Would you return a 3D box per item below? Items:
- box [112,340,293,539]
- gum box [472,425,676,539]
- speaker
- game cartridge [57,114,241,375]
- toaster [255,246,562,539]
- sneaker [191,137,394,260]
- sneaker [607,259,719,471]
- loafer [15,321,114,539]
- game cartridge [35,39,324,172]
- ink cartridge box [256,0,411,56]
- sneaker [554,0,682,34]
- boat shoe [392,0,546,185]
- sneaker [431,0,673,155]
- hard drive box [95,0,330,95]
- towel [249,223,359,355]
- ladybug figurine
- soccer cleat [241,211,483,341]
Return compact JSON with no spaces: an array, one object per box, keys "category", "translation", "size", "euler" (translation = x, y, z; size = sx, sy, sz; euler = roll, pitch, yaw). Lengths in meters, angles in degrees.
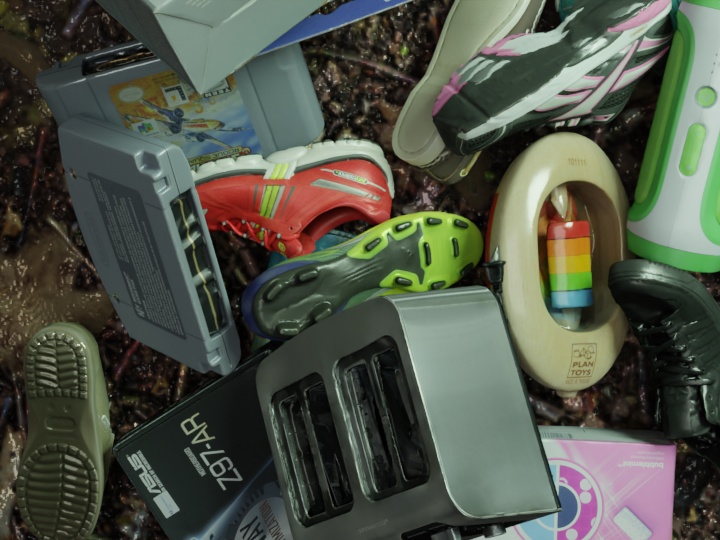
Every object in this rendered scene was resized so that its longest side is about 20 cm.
[{"category":"box","translation":[-0.080,0.180,1.041],"size":[0.159,0.044,0.201],"euler":[-31,95,11]},{"category":"gum box","translation":[0.144,0.184,1.023],"size":[0.198,0.066,0.115],"euler":[2,93,5]},{"category":"speaker","translation":[0.254,-0.105,0.944],"size":[0.088,0.088,0.202],"euler":[12,106,4]},{"category":"game cartridge","translation":[-0.163,-0.021,0.985],"size":[0.133,0.040,0.201],"euler":[18,134,36]},{"category":"toaster","translation":[0.031,0.109,0.935],"size":[0.180,0.118,0.202],"euler":[-28,71,44]},{"category":"sneaker","translation":[-0.070,-0.045,1.003],"size":[0.198,0.077,0.086],"euler":[-13,75,5]},{"category":"sneaker","translation":[0.247,0.079,0.970],"size":[0.199,0.060,0.105],"euler":[34,61,-36]},{"category":"loafer","translation":[-0.235,0.131,1.055],"size":[0.075,0.068,0.202],"euler":[10,111,6]},{"category":"game cartridge","translation":[-0.134,-0.124,1.002],"size":[0.198,0.042,0.134],"euler":[-14,133,6]},{"category":"ink cartridge box","translation":[-0.040,-0.253,0.960],"size":[0.195,0.201,0.043],"euler":[-19,136,5]},{"category":"sneaker","translation":[0.249,-0.213,0.995],"size":[0.198,0.078,0.080],"euler":[2,114,9]},{"category":"boat shoe","translation":[0.097,-0.163,1.007],"size":[0.059,0.072,0.201],"euler":[31,86,-40]},{"category":"sneaker","translation":[0.153,-0.134,0.950],"size":[0.199,0.081,0.087],"euler":[-29,128,1]},{"category":"hard drive box","translation":[-0.111,-0.232,0.892],"size":[0.155,0.077,0.200],"euler":[-37,48,-10]},{"category":"towel","translation":[-0.018,0.068,1.053],"size":[0.145,0.022,0.202],"euler":[14,97,5]},{"category":"ladybug figurine","translation":[0.148,-0.004,0.993],"size":[0.135,0.072,0.202],"euler":[1,88,-31]},{"category":"soccer cleat","translation":[-0.001,-0.001,0.997],"size":[0.199,0.084,0.065],"euler":[-20,100,-18]}]
